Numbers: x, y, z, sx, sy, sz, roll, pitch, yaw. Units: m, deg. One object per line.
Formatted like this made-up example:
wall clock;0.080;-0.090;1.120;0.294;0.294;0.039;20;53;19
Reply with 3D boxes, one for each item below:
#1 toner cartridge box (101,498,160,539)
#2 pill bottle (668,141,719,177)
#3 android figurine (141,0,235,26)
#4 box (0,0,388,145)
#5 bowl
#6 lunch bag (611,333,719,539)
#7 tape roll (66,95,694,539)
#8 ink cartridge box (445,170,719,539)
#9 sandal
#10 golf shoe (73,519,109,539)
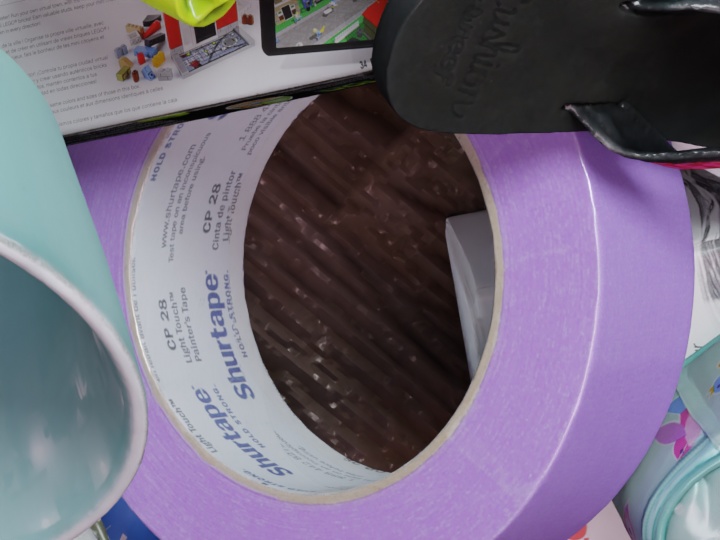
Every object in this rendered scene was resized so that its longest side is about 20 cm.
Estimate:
toner cartridge box;-0.109;0.063;0.899;0.095;0.043;0.200;-43;108;9
pill bottle;0.149;-0.129;0.815;0.116;0.116;0.201;25;107;-14
android figurine;-0.035;-0.163;0.720;0.199;0.041;0.183;30;98;29
box;-0.060;-0.099;0.781;0.199;0.035;0.111;-9;90;29
bowl;-0.154;-0.005;0.709;0.199;0.106;0.201;-1;144;0
lunch bag;0.191;0.064;0.820;0.199;0.077;0.161;-35;110;6
tape roll;0.000;0.000;0.814;0.199;0.065;0.202;1;92;33
ink cartridge box;0.138;0.040;0.893;0.199;0.084;0.146;-11;111;-2
sandal;0.094;-0.056;0.721;0.199;0.045;0.075;-6;130;-34
golf shoe;-0.105;0.070;0.813;0.078;0.097;0.201;-21;109;-42
